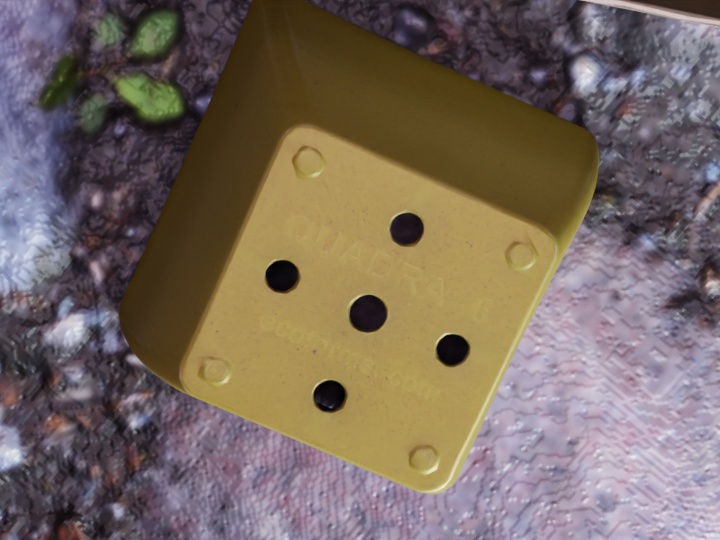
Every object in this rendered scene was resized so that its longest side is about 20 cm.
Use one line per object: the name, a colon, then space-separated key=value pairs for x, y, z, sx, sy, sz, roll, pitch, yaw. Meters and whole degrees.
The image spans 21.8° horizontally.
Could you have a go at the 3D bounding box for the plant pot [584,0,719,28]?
plant pot: x=0.123 y=-0.229 z=0.859 sx=0.199 sy=0.177 sz=0.200 roll=10 pitch=103 yaw=-4

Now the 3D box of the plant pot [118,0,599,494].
plant pot: x=0.000 y=0.000 z=0.911 sx=0.200 sy=0.176 sz=0.200 roll=24 pitch=102 yaw=-7
